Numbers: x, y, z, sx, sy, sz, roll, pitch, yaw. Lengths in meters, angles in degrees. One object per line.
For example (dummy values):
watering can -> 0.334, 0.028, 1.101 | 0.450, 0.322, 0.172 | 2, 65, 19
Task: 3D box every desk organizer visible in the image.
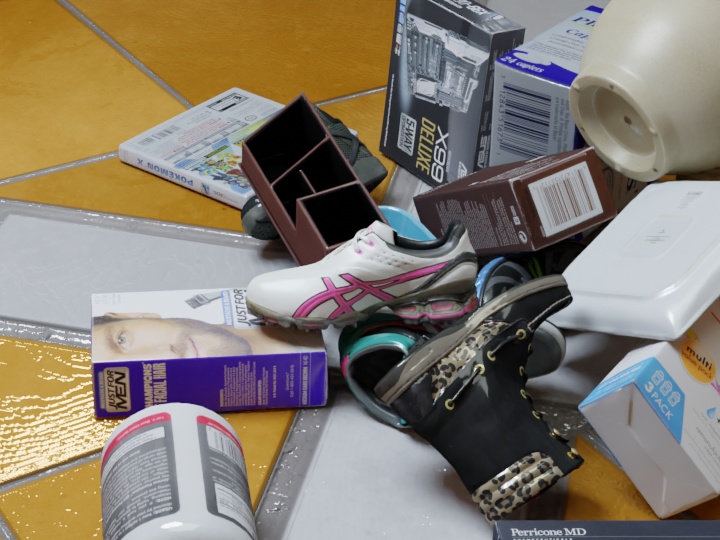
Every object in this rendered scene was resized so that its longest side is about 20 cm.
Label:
desk organizer -> -0.044, -0.070, 1.508 | 0.072, 0.077, 0.200 | -18, 52, -18

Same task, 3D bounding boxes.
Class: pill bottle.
pill bottle -> -0.129, 0.195, 1.159 | 0.111, 0.111, 0.200 | -3, 32, -9

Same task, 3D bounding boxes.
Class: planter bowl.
planter bowl -> 0.279, -0.167, 1.487 | 0.135, 0.200, 0.200 | -39, 48, -21

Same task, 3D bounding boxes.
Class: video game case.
video game case -> -0.133, -0.137, 1.781 | 0.182, 0.022, 0.200 | 22, 36, 29

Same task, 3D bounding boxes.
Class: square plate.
square plate -> 0.260, -0.020, 1.390 | 0.198, 0.028, 0.200 | -45, 23, -21

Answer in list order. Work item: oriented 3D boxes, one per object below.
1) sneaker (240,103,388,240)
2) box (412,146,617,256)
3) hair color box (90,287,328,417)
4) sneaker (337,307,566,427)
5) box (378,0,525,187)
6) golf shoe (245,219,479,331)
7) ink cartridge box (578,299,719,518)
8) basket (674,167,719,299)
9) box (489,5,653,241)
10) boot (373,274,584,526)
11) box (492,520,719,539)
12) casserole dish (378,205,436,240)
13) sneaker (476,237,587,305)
sneaker -> -0.069, -0.102, 1.640 | 0.199, 0.076, 0.114 | -30, 79, -44
box -> 0.143, -0.062, 1.537 | 0.100, 0.075, 0.200 | -23, 6, -24
hair color box -> -0.134, 0.068, 1.410 | 0.200, 0.065, 0.109 | -4, 33, -7
sneaker -> 0.072, 0.081, 1.380 | 0.200, 0.084, 0.121 | 2, 27, 12
box -> 0.094, -0.188, 1.711 | 0.050, 0.200, 0.158 | -15, 36, -33
golf shoe -> 0.000, 0.000, 1.376 | 0.200, 0.092, 0.073 | -5, 18, -2
ink cartridge box -> 0.278, 0.099, 1.333 | 0.115, 0.068, 0.200 | 53, 44, -1
basket -> 0.378, -0.020, 1.531 | 0.200, 0.123, 0.136 | 10, 31, 13
box -> 0.228, -0.151, 1.674 | 0.105, 0.184, 0.200 | 21, 37, 31
boot -> 0.126, 0.101, 1.301 | 0.200, 0.073, 0.151 | -29, 77, -33
box -> 0.193, 0.264, 1.078 | 0.200, 0.104, 0.182 | 1, 33, -3
casserole dish -> 0.023, -0.001, 1.556 | 0.121, 0.039, 0.200 | -12, 36, -23
sneaker -> 0.168, 0.021, 1.500 | 0.083, 0.071, 0.200 | 19, 32, 35
